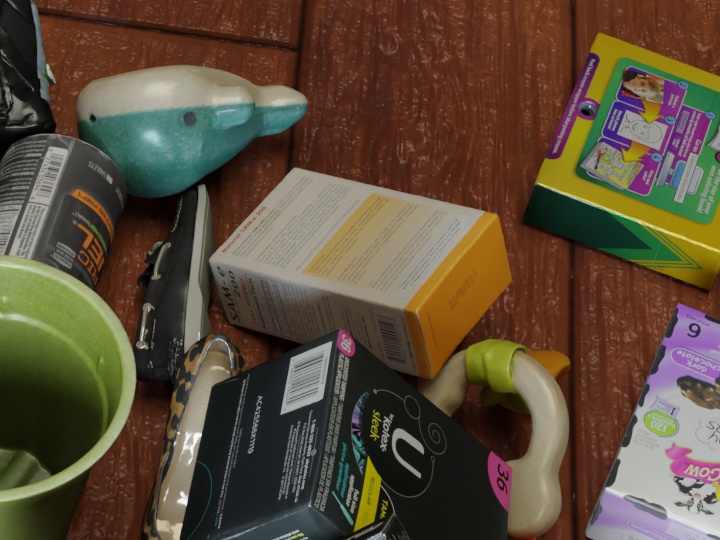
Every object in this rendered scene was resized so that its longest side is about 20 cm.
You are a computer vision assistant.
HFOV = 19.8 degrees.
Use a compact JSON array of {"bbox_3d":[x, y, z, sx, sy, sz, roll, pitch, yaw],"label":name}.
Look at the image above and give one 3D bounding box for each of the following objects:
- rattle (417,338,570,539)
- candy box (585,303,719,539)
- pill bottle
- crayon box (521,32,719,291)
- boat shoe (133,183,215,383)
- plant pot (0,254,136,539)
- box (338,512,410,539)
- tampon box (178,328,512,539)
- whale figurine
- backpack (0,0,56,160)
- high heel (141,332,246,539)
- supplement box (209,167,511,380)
[{"bbox_3d":[0.123,0.159,1.587,0.130,0.143,0.201,-22,74,8],"label":"rattle"},{"bbox_3d":[0.287,0.146,1.598,0.167,0.072,0.200,22,51,7],"label":"candy box"},{"bbox_3d":[-0.254,0.000,1.593,0.106,0.106,0.200,13,52,0],"label":"pill bottle"},{"bbox_3d":[0.254,-0.097,1.791,0.172,0.058,0.200,22,52,5],"label":"crayon box"},{"bbox_3d":[-0.146,0.010,1.629,0.060,0.074,0.200,-5,49,4],"label":"boat shoe"},{"bbox_3d":[-0.263,0.125,1.439,0.199,0.190,0.201,6,51,-7],"label":"plant pot"},{"bbox_3d":[-0.013,0.285,1.327,0.200,0.193,0.048,61,19,-5],"label":"box"},{"bbox_3d":[-0.004,0.167,1.433,0.200,0.126,0.150,39,43,-33],"label":"tampon box"},{"bbox_3d":[-0.138,-0.114,1.705,0.200,0.159,0.104,-4,89,-42],"label":"whale figurine"},{"bbox_3d":[-0.338,-0.185,1.713,0.163,0.154,0.201,-5,75,-11],"label":"backpack"},{"bbox_3d":[-0.117,0.149,1.477,0.071,0.143,0.200,6,51,-5],"label":"high heel"},{"bbox_3d":[0.000,0.000,1.616,0.200,0.074,0.126,15,47,33],"label":"supplement box"}]
